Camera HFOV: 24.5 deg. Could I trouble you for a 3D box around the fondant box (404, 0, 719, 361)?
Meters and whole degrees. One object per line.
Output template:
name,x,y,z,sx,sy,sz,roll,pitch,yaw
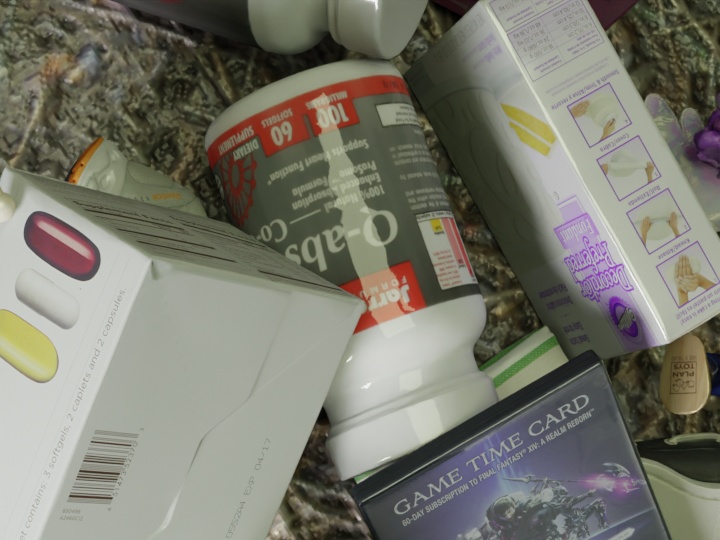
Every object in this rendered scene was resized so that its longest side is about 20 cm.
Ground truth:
fondant box,0.112,-0.052,0.911,0.058,0.144,0.201,-30,90,-17

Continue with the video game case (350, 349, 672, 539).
video game case,0.094,0.156,0.867,0.142,0.019,0.201,-29,118,-7

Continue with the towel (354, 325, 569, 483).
towel,0.101,0.154,0.943,0.152,0.023,0.201,-33,92,-16

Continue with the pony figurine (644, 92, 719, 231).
pony figurine,0.246,-0.055,0.941,0.165,0.200,0.195,-20,71,-9

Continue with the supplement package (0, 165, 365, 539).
supplement package,-0.117,0.075,0.787,0.155,0.110,0.202,14,101,-52

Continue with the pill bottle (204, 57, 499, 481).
pill bottle,0.000,0.000,0.884,0.115,0.116,0.202,-18,82,-16

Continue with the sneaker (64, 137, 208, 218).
sneaker,-0.137,0.035,0.875,0.091,0.076,0.202,22,78,-14

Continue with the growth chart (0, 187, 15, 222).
growth chart,-0.252,-0.028,0.728,0.199,0.018,0.146,-28,107,7

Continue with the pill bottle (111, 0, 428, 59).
pill bottle,-0.063,-0.178,0.867,0.198,0.111,0.112,19,76,16

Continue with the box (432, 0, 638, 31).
box,0.074,-0.222,0.907,0.199,0.176,0.097,27,71,-9

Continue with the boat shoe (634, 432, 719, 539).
boat shoe,0.176,0.122,0.923,0.198,0.061,0.075,2,119,-10

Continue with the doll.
doll,0.247,0.068,0.939,0.199,0.136,0.049,15,69,-44
